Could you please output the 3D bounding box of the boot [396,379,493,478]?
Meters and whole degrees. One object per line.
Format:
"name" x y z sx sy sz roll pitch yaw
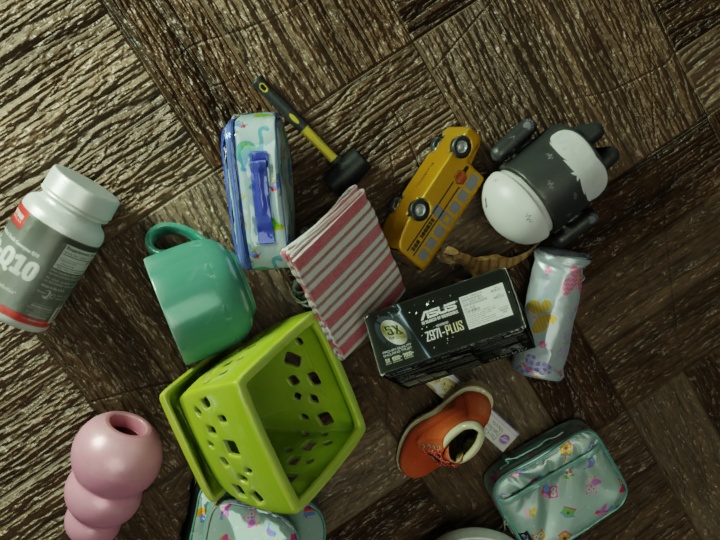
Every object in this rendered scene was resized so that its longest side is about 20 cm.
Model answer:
"boot" 0.115 0.255 1.214 0.075 0.107 0.200 32 120 -11

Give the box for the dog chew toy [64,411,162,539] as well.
"dog chew toy" -0.355 0.299 1.164 0.124 0.125 0.200 20 105 -12

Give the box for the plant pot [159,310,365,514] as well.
"plant pot" -0.139 0.192 1.122 0.181 0.200 0.199 -12 107 33

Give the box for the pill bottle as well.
"pill bottle" -0.410 -0.030 1.091 0.114 0.114 0.200 32 94 -13

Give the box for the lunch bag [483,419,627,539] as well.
"lunch bag" 0.298 0.334 1.292 0.200 0.077 0.161 -31 104 -2

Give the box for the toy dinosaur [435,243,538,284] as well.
"toy dinosaur" 0.194 -0.004 1.212 0.200 0.060 0.106 -6 137 -35

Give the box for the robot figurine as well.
"robot figurine" 0.265 -0.125 1.176 0.200 0.125 0.150 -39 63 -6

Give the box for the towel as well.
"towel" -0.017 0.005 1.111 0.146 0.030 0.200 -45 132 -25

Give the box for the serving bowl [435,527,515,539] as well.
"serving bowl" 0.178 0.476 1.295 0.199 0.066 0.201 1 111 4

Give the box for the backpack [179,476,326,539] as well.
"backpack" -0.148 0.382 1.195 0.199 0.153 0.176 12 94 -19

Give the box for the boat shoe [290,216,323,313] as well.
"boat shoe" -0.066 0.021 1.160 0.071 0.072 0.201 -14 116 -37

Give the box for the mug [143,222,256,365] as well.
"mug" -0.213 0.020 1.113 0.114 0.152 0.185 -21 101 -12

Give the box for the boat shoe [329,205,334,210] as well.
"boat shoe" 0.000 0.000 1.190 0.074 0.062 0.201 -16 104 -8

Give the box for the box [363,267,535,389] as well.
"box" 0.126 0.084 1.136 0.200 0.164 0.086 -20 71 11

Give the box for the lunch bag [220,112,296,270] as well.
"lunch bag" -0.131 -0.106 1.094 0.082 0.161 0.201 -6 107 -2

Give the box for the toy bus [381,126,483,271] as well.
"toy bus" 0.106 -0.104 1.171 0.078 0.065 0.200 37 81 -25

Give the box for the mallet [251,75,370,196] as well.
"mallet" -0.080 -0.184 1.159 0.200 0.041 0.066 38 95 -9

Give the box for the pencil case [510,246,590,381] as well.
"pencil case" 0.281 0.063 1.237 0.083 0.091 0.201 16 99 29

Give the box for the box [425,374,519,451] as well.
"box" 0.156 0.195 1.263 0.200 0.039 0.041 43 94 -14
